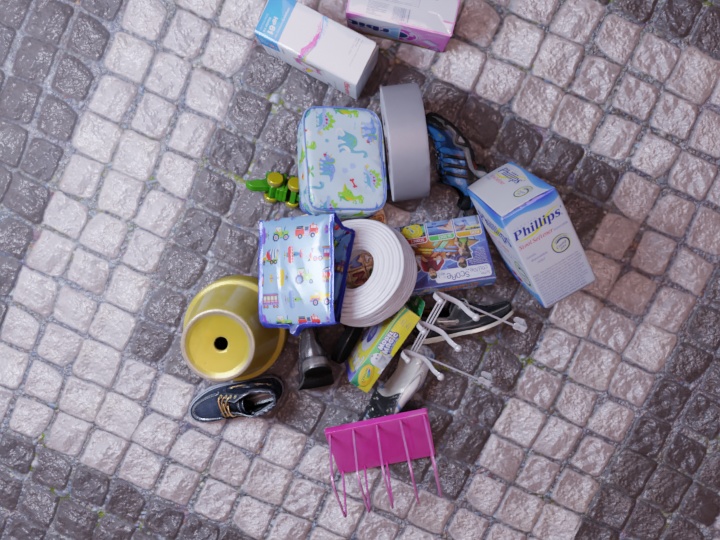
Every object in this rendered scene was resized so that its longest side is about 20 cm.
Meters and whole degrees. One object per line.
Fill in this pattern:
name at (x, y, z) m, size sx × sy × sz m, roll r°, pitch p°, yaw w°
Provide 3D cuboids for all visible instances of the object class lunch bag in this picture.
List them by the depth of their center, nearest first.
lunch bag at (-0.101, 0.013, 1.039) m, size 0.150 × 0.094 × 0.201 m, roll -3°, pitch 71°, yaw 24°
lunch bag at (-0.032, -0.194, 1.099) m, size 0.160 × 0.082 × 0.201 m, roll -3°, pitch 83°, yaw -16°

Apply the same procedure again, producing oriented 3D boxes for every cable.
cable at (0.000, 0.000, 1.090) m, size 0.200 × 0.069 × 0.200 m, roll -24°, pitch 63°, yaw 17°

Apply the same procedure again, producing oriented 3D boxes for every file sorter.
file sorter at (0.047, 0.371, 1.139) m, size 0.199 × 0.126 × 0.139 m, roll -12°, pitch 128°, yaw 2°

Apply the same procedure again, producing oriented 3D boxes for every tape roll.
tape roll at (0.078, -0.225, 1.061) m, size 0.066 × 0.200 × 0.201 m, roll -7°, pitch 96°, yaw 2°

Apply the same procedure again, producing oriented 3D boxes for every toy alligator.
toy alligator at (-0.118, -0.155, 1.150) m, size 0.199 × 0.059 × 0.054 m, roll 13°, pitch 53°, yaw -7°

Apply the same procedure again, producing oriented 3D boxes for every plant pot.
plant pot at (-0.240, 0.118, 1.110) m, size 0.200 × 0.189 × 0.201 m, roll 0°, pitch 96°, yaw 0°

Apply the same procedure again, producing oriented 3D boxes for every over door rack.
over door rack at (0.194, 0.133, 1.093) m, size 0.200 × 0.067 × 0.148 m, roll 19°, pitch 114°, yaw -18°

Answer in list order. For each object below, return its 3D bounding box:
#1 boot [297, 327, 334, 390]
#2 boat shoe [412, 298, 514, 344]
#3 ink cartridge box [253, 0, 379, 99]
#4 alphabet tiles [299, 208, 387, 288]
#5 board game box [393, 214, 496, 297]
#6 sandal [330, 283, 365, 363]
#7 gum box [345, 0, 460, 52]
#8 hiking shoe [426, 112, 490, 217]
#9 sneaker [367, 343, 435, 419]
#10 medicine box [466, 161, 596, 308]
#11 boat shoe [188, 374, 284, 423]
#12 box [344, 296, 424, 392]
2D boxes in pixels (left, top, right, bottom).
boot at (-0.097, 0.129, 1.153) m, size 0.069 × 0.200 × 0.174 m, roll -7°, pitch 65°, yaw -13°
boat shoe at (0.196, 0.087, 1.158) m, size 0.199 × 0.072 × 0.068 m, roll -13°, pitch 100°, yaw 4°
ink cartridge box at (-0.073, -0.397, 1.072) m, size 0.200 × 0.145 × 0.085 m, roll 26°, pitch 96°, yaw -2°
alphabet tiles at (-0.016, -0.034, 1.181) m, size 0.167 × 0.008 × 0.200 m, roll -16°, pitch 95°, yaw 2°
board game box at (0.141, -0.025, 1.130) m, size 0.199 × 0.034 × 0.136 m, roll -8°, pitch 66°, yaw 1°
sandal at (-0.012, 0.083, 1.156) m, size 0.048 × 0.075 × 0.201 m, roll 30°, pitch 93°, yaw 20°
gum box at (0.068, -0.459, 1.078) m, size 0.199 × 0.114 × 0.066 m, roll 13°, pitch 96°, yaw -1°
hiking shoe at (0.171, -0.203, 1.125) m, size 0.087 × 0.074 × 0.200 m, roll -38°, pitch 94°, yaw 4°
sneaker at (0.082, 0.232, 1.182) m, size 0.072 × 0.072 × 0.200 m, roll 17°, pitch 111°, yaw -43°
medicine box at (0.296, -0.068, 1.059) m, size 0.103 × 0.182 × 0.200 m, roll -32°, pitch 114°, yaw 5°
boat shoe at (-0.251, 0.258, 1.174) m, size 0.200 × 0.091 × 0.071 m, roll -19°, pitch 96°, yaw 3°
box at (0.046, 0.123, 1.141) m, size 0.048 × 0.117 × 0.200 m, roll 35°, pitch 95°, yaw -12°
